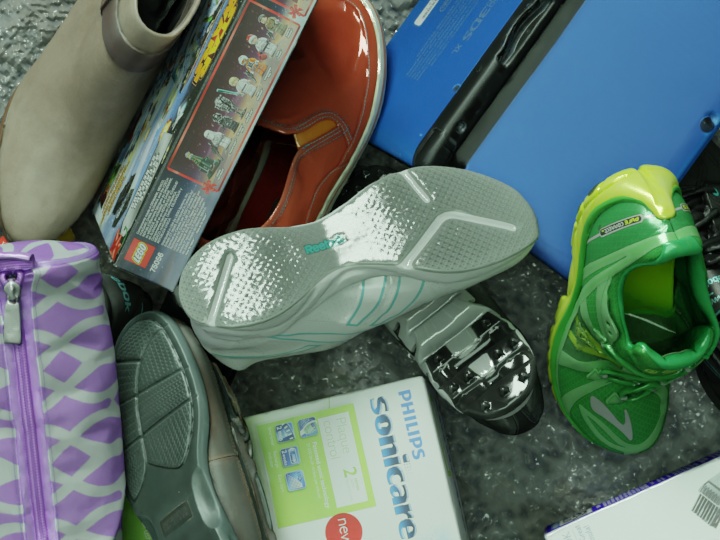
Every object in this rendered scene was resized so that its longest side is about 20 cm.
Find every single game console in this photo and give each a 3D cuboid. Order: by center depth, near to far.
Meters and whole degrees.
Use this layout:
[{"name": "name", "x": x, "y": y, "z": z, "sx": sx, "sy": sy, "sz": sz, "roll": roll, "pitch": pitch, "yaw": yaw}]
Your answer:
[{"name": "game console", "x": 0.114, "y": -0.118, "z": 1.030, "sx": 0.118, "sy": 0.171, "sz": 0.200, "roll": 37, "pitch": 89, "yaw": -33}]

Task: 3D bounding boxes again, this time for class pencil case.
[{"name": "pencil case", "x": -0.168, "y": 0.079, "z": 0.929, "sx": 0.084, "sy": 0.085, "sz": 0.200, "roll": -8, "pitch": 98, "yaw": -9}]

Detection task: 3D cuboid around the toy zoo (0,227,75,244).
[{"name": "toy zoo", "x": -0.267, "y": -0.014, "z": 1.062, "sx": 0.131, "sy": 0.020, "sz": 0.200, "roll": 39, "pitch": 75, "yaw": 19}]

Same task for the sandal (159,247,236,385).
[{"name": "sandal", "x": -0.080, "y": -0.014, "z": 1.057, "sx": 0.076, "sy": 0.043, "sz": 0.200, "roll": 12, "pitch": 86, "yaw": 8}]

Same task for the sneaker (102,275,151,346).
[{"name": "sneaker", "x": -0.194, "y": 0.080, "z": 1.039, "sx": 0.200, "sy": 0.079, "sz": 0.075, "roll": -47, "pitch": 70, "yaw": 21}]

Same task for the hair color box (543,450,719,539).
[{"name": "hair color box", "x": 0.216, "y": 0.158, "z": 0.998, "sx": 0.200, "sy": 0.065, "sz": 0.109, "roll": -25, "pitch": 83, "yaw": 5}]

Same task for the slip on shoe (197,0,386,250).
[{"name": "slip on shoe", "x": -0.040, "y": -0.080, "z": 1.012, "sx": 0.074, "sy": 0.061, "sz": 0.200, "roll": 11, "pitch": 69, "yaw": 32}]

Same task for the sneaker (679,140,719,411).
[{"name": "sneaker", "x": 0.204, "y": -0.009, "z": 1.007, "sx": 0.075, "sy": 0.079, "sz": 0.200, "roll": -25, "pitch": 81, "yaw": 5}]

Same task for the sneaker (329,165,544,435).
[{"name": "sneaker", "x": 0.045, "y": 0.023, "z": 1.028, "sx": 0.066, "sy": 0.091, "sz": 0.200, "roll": -36, "pitch": 56, "yaw": 1}]

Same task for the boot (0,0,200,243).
[{"name": "boot", "x": -0.144, "y": -0.117, "z": 1.009, "sx": 0.070, "sy": 0.146, "sz": 0.200, "roll": 22, "pitch": 68, "yaw": -23}]

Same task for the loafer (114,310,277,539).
[{"name": "loafer", "x": -0.085, "y": 0.119, "z": 0.959, "sx": 0.072, "sy": 0.063, "sz": 0.200, "roll": -31, "pitch": 64, "yaw": 30}]

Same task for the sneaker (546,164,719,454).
[{"name": "sneaker", "x": 0.149, "y": 0.038, "z": 0.961, "sx": 0.074, "sy": 0.200, "sz": 0.084, "roll": -14, "pitch": 44, "yaw": -11}]

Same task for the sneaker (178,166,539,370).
[{"name": "sneaker", "x": 0.000, "y": 0.000, "z": 0.964, "sx": 0.200, "sy": 0.080, "sz": 0.071, "roll": -15, "pitch": 62, "yaw": -7}]

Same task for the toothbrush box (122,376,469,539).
[{"name": "toothbrush box", "x": -0.040, "y": 0.154, "z": 1.016, "sx": 0.200, "sy": 0.086, "sz": 0.146, "roll": -13, "pitch": 83, "yaw": 4}]

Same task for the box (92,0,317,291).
[{"name": "box", "x": -0.087, "y": -0.099, "z": 0.995, "sx": 0.040, "sy": 0.137, "sz": 0.200, "roll": 25, "pitch": 98, "yaw": -18}]
